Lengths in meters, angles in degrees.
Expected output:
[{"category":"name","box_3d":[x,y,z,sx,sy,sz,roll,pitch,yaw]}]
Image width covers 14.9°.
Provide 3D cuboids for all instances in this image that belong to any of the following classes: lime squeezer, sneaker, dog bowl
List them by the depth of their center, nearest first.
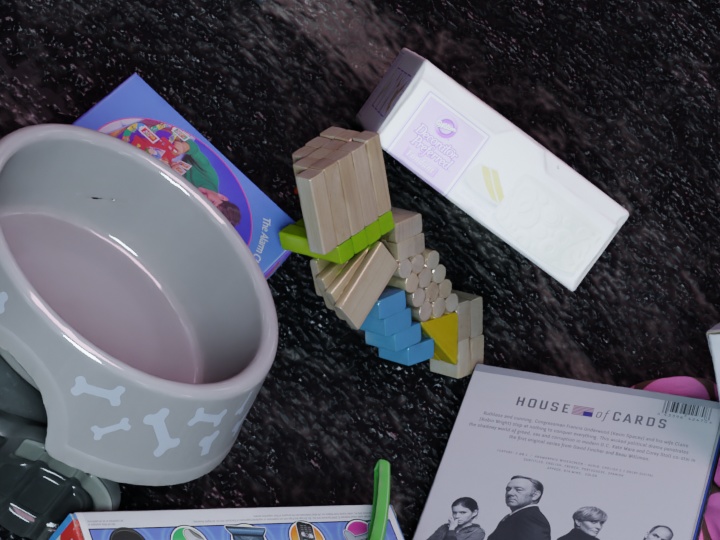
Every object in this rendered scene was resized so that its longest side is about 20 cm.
[{"category":"lime squeezer","box_3d":[-0.021,0.155,1.351,0.070,0.038,0.200,23,32,28]},{"category":"sneaker","box_3d":[-0.205,0.060,1.353,0.200,0.075,0.079,37,25,-15]},{"category":"dog bowl","box_3d":[-0.127,0.010,1.367,0.199,0.059,0.201,29,34,-22]}]

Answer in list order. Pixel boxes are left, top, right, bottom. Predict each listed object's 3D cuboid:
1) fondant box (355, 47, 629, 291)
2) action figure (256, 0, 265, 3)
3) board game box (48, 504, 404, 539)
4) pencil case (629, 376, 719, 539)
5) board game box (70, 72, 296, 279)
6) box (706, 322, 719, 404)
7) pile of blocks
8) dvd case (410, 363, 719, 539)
[{"category":"fondant box","box_3d":[0.072,-0.063,1.606,0.144,0.058,0.200,36,3,-6]},{"category":"action figure","box_3d":[-0.122,-0.235,1.655,0.193,0.105,0.200,20,19,-17]},{"category":"board game box","box_3d":[-0.042,0.213,1.344,0.199,0.056,0.197,3,53,-37]},{"category":"pencil case","box_3d":[0.184,0.154,1.563,0.094,0.090,0.201,46,37,-29]},{"category":"board game box","box_3d":[-0.132,-0.008,1.480,0.134,0.045,0.200,43,40,1]},{"category":"box","box_3d":[0.249,0.117,1.569,0.156,0.041,0.201,-21,103,-67]},{"category":"pile of blocks","box_3d":[0.000,0.000,1.544,0.082,0.062,0.200,-55,135,-22]},{"category":"dvd case","box_3d":[0.111,0.134,1.500,0.149,0.025,0.200,9,41,13]}]
